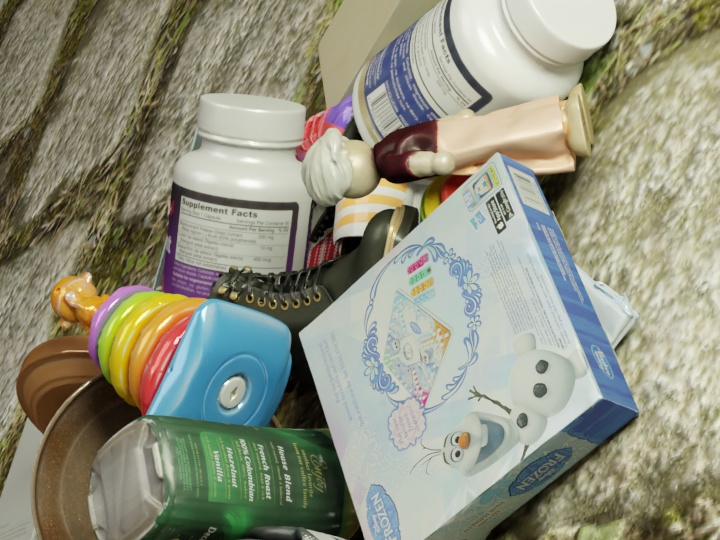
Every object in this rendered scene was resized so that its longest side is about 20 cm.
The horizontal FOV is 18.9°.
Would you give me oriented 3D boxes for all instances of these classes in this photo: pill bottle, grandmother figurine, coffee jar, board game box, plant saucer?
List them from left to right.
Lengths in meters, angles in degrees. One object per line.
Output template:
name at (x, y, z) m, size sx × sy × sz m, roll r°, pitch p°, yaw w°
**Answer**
plant saucer at (-0.179, 0.121, 1.713) m, size 0.200 × 0.200 × 0.032 m, roll -32°, pitch 32°, yaw 51°
plant saucer at (-0.147, 0.165, 1.611) m, size 0.201 × 0.200 × 0.037 m, roll -67°, pitch 11°, yaw -13°
pill bottle at (-0.094, -0.032, 1.671) m, size 0.111 × 0.111 × 0.200 m, roll -144°, pitch 59°, yaw -68°
coffee jar at (-0.077, 0.152, 1.471) m, size 0.104 × 0.200 × 0.085 m, roll -39°, pitch 55°, yaw 44°
grandmother figurine at (0.055, -0.081, 1.471) m, size 0.121 × 0.200 × 0.061 m, roll -32°, pitch -69°, yaw -77°
board game box at (0.062, 0.063, 1.370) m, size 0.199 × 0.043 × 0.200 m, roll -41°, pitch 48°, yaw 27°
pill bottle at (0.091, -0.150, 1.562) m, size 0.200 × 0.111 × 0.111 m, roll -35°, pitch 35°, yaw 48°

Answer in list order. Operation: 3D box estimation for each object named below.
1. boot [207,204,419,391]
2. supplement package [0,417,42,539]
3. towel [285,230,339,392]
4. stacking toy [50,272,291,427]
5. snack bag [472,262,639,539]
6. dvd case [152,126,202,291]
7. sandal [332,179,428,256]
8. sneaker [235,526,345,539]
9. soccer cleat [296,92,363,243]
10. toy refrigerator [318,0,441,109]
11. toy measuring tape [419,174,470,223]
boot at (-0.043, 0.013, 1.546) m, size 0.078 × 0.138 × 0.200 m, roll -66°, pitch -2°, yaw -46°
supplement package at (-0.236, 0.199, 1.863) m, size 0.117 × 0.117 × 0.200 m, roll -30°, pitch 39°, yaw 53°
towel at (0.000, 0.000, 1.705) m, size 0.200 × 0.022 × 0.145 m, roll -39°, pitch 29°, yaw 40°
stacking toy at (-0.156, 0.052, 1.558) m, size 0.200 × 0.110 × 0.116 m, roll 26°, pitch 92°, yaw 38°
snack bag at (0.076, 0.059, 1.406) m, size 0.200 × 0.021 × 0.189 m, roll -58°, pitch 42°, yaw 12°
dvd case at (-0.115, -0.012, 1.819) m, size 0.022 × 0.146 × 0.200 m, roll -7°, pitch 52°, yaw 26°
sandal at (0.013, -0.064, 1.651) m, size 0.079 × 0.059 × 0.207 m, roll -31°, pitch 34°, yaw 51°
sneaker at (-0.064, 0.218, 1.435) m, size 0.200 × 0.140 × 0.078 m, roll -41°, pitch 31°, yaw 41°
soccer cleat at (-0.033, -0.093, 1.717) m, size 0.068 × 0.073 × 0.200 m, roll -46°, pitch -8°, yaw -27°
toy refrigerator at (0.036, -0.200, 1.678) m, size 0.200 × 0.070 × 0.076 m, roll 124°, pitch 144°, yaw -50°
toy measuring tape at (0.068, -0.006, 1.493) m, size 0.074 × 0.073 × 0.200 m, roll -33°, pitch 36°, yaw 50°
